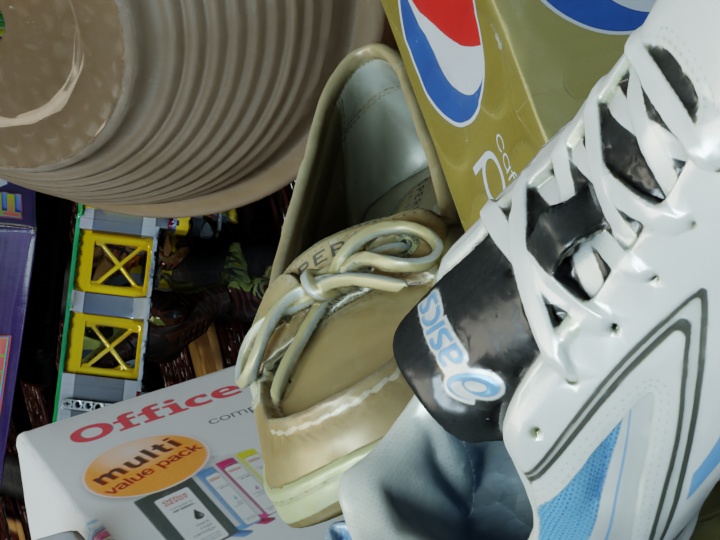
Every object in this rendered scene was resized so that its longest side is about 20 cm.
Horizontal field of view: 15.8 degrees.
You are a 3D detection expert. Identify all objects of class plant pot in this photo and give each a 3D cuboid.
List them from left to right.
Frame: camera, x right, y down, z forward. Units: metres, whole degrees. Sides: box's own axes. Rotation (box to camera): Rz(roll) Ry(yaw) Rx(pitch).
[{"bbox_3d":[-0.091,-0.093,0.777,0.200,0.093,0.201,13,125,19],"label":"plant pot"}]

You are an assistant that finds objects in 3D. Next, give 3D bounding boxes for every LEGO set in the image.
[{"bbox_3d":[-0.051,0.024,0.955,0.200,0.115,0.154,116,160,-72],"label":"LEGO set"}]

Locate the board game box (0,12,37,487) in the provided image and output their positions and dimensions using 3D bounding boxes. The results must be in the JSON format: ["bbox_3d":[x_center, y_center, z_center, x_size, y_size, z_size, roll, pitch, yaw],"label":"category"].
[{"bbox_3d":[-0.164,-0.002,1.013,0.166,0.056,0.200,-101,19,-44],"label":"board game box"}]

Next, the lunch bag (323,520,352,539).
[{"bbox_3d":[0.071,0.160,0.554,0.127,0.199,0.170,-55,-35,-52],"label":"lunch bag"}]

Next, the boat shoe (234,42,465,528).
[{"bbox_3d":[0.002,-0.001,0.665,0.063,0.073,0.201,58,-159,-15],"label":"boat shoe"}]

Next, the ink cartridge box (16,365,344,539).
[{"bbox_3d":[0.003,0.124,0.756,0.200,0.147,0.145,-142,40,-61],"label":"ink cartridge box"}]

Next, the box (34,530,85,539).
[{"bbox_3d":[-0.055,0.190,0.693,0.144,0.036,0.201,-133,34,-54],"label":"box"}]

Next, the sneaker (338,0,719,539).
[{"bbox_3d":[0.051,-0.001,0.477,0.072,0.072,0.200,63,146,33],"label":"sneaker"}]

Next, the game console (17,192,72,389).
[{"bbox_3d":[-0.119,-0.077,1.029,0.177,0.031,0.201,-111,27,-63],"label":"game console"}]

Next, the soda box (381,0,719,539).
[{"bbox_3d":[0.058,-0.034,0.601,0.068,0.064,0.201,125,127,-67],"label":"soda box"}]
